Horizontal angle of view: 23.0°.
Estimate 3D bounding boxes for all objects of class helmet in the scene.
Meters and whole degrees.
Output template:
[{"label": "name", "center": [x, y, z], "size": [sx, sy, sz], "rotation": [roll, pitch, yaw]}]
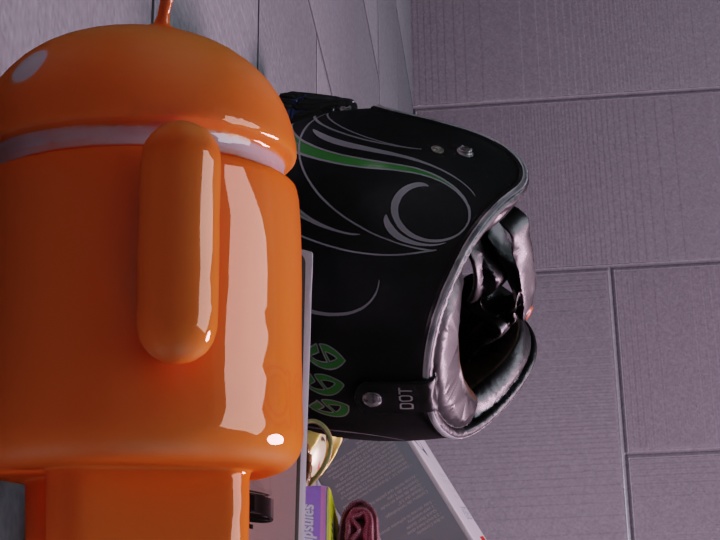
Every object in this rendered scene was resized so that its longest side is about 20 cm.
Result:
[{"label": "helmet", "center": [0.000, 0.000, 1.034], "size": [0.200, 0.190, 0.201], "rotation": [-37, 136, -47]}]

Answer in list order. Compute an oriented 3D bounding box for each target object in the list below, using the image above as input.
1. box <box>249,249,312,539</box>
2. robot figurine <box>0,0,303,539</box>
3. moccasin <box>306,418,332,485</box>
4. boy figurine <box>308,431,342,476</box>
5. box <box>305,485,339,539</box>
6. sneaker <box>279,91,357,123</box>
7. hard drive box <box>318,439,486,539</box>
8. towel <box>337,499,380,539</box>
[{"label": "box", "center": [-0.067, 0.097, 0.710], "size": [0.117, 0.060, 0.201], "rotation": [125, -29, -52]}, {"label": "robot figurine", "center": [-0.078, 0.005, 0.602], "size": [0.144, 0.116, 0.201], "rotation": [30, 57, -68]}, {"label": "moccasin", "center": [-0.055, 0.109, 0.951], "size": [0.202, 0.077, 0.074], "rotation": [79, 9, -54]}, {"label": "boy figurine", "center": [-0.045, 0.174, 1.115], "size": [0.125, 0.064, 0.201], "rotation": [75, 16, -53]}, {"label": "box", "center": [-0.050, 0.226, 0.844], "size": [0.200, 0.096, 0.177], "rotation": [78, 11, -55]}, {"label": "sneaker", "center": [-0.045, -0.057, 1.271], "size": [0.201, 0.075, 0.079], "rotation": [-77, 174, -46]}, {"label": "hard drive box", "center": [0.026, 0.170, 1.338], "size": [0.201, 0.077, 0.156], "rotation": [58, 2, 9]}, {"label": "towel", "center": [0.009, 0.214, 0.865], "size": [0.200, 0.023, 0.145], "rotation": [81, 6, -62]}]
